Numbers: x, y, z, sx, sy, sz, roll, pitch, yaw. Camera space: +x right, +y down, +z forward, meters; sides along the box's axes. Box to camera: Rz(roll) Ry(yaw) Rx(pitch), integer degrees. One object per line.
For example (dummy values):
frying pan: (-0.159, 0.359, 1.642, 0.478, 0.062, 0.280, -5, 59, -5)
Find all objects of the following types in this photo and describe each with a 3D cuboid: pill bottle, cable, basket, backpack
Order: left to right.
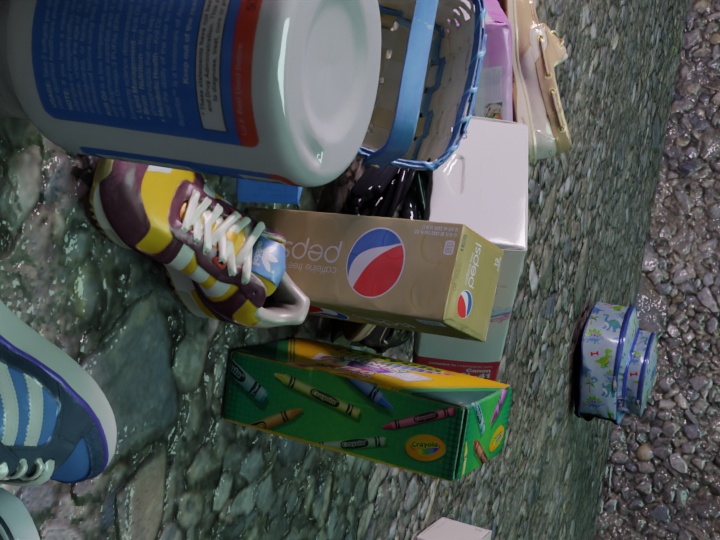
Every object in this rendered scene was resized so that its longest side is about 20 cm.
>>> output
pill bottle: (-0.098, -0.108, 0.524, 0.112, 0.197, 0.115, 10, 90, -67)
basket: (0.028, -0.160, 0.837, 0.200, 0.137, 0.180, 157, -53, -76)
cable: (0.042, -0.046, 1.062, 0.201, 0.050, 0.165, -56, 147, -45)
backpack: (0.492, 0.169, 2.076, 0.183, 0.144, 0.203, -53, 142, -51)

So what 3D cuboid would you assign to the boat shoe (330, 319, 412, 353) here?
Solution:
boat shoe: (0.018, 0.033, 0.917, 0.201, 0.065, 0.073, 133, -32, -77)

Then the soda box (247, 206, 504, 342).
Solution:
soda box: (0.000, 0.000, 0.787, 0.064, 0.197, 0.069, 25, 75, -52)

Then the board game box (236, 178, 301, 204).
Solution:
board game box: (-0.055, -0.161, 0.729, 0.152, 0.044, 0.204, -90, -177, -74)

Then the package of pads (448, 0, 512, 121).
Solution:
package of pads: (0.115, -0.177, 1.112, 0.121, 0.074, 0.203, -92, 177, -59)

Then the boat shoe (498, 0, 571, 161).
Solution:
boat shoe: (0.181, -0.215, 1.125, 0.074, 0.068, 0.204, -129, -148, -86)

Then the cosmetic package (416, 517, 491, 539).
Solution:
cosmetic package: (0.105, 0.427, 1.361, 0.103, 0.072, 0.204, -2, 100, -66)

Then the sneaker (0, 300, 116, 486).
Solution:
sneaker: (-0.195, 0.089, 0.496, 0.201, 0.079, 0.148, 63, 30, -45)

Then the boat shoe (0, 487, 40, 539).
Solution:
boat shoe: (-0.214, 0.212, 0.548, 0.068, 0.071, 0.204, 1, 104, -68)

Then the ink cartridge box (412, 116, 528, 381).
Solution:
ink cartridge box: (0.094, -0.012, 0.960, 0.202, 0.084, 0.150, 96, 1, -52)

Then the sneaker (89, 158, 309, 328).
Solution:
sneaker: (-0.095, -0.023, 0.701, 0.200, 0.089, 0.076, 54, 50, -60)

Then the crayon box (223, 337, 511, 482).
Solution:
crayon box: (0.007, 0.104, 0.849, 0.118, 0.197, 0.059, -3, 103, -66)
